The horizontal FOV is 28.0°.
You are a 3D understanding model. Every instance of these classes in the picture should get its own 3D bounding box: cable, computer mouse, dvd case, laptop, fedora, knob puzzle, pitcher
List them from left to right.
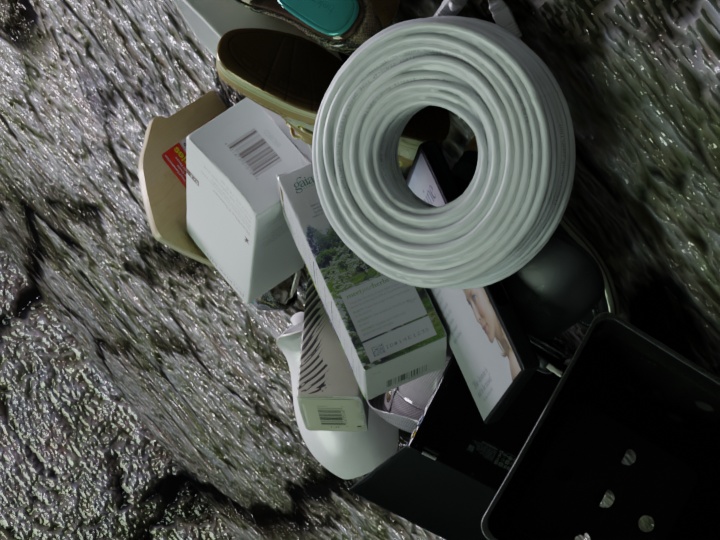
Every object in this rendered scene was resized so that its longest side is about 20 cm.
[{"bbox_3d":[-0.168,-0.081,1.563,0.030,0.220,0.220,-32,98,41],"label":"knob puzzle"},{"bbox_3d":[-0.034,0.148,1.807,0.201,0.120,0.172,64,178,-8],"label":"pitcher"},{"bbox_3d":[0.061,-0.086,1.064,0.201,0.200,0.069,56,-157,11],"label":"cable"},{"bbox_3d":[0.094,0.095,1.417,0.200,0.175,0.091,-84,-3,-76],"label":"fedora"},{"bbox_3d":[0.081,0.012,1.162,0.143,0.017,0.201,108,141,-67],"label":"dvd case"},{"bbox_3d":[0.123,0.167,1.330,0.186,0.201,0.116,27,180,-12],"label":"laptop"},{"bbox_3d":[0.132,0.028,1.169,0.138,0.053,0.200,37,159,0],"label":"computer mouse"}]

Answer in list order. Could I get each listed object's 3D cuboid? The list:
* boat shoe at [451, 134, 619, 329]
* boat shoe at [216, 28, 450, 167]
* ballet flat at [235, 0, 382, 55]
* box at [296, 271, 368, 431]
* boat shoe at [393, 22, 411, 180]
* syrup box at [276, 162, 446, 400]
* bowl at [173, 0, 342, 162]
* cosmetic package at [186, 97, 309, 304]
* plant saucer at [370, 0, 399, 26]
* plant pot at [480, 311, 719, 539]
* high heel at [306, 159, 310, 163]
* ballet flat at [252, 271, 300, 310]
[{"bbox_3d":[0.143,-0.023,1.201,0.201,0.062,0.074,53,157,-11],"label":"boat shoe"},{"bbox_3d":[-0.029,-0.131,1.163,0.198,0.075,0.066,21,144,-13],"label":"boat shoe"},{"bbox_3d":[-0.058,-0.229,1.178,0.200,0.068,0.075,38,-178,26],"label":"ballet flat"},{"bbox_3d":[-0.022,0.060,1.498,0.068,0.202,0.082,0,147,6],"label":"box"},{"bbox_3d":[0.031,-0.130,1.251,0.072,0.060,0.202,41,158,23],"label":"boat shoe"},{"bbox_3d":[0.000,0.000,1.261,0.082,0.078,0.201,86,161,-66],"label":"syrup box"},{"bbox_3d":[-0.079,-0.195,1.298,0.200,0.075,0.200,47,179,11],"label":"bowl"},{"bbox_3d":[-0.110,-0.064,1.417,0.113,0.081,0.200,48,157,17],"label":"cosmetic package"},{"bbox_3d":[-0.048,-0.278,1.200,0.200,0.035,0.201,43,159,21],"label":"plant saucer"},{"bbox_3d":[0.217,0.183,1.178,0.198,0.201,0.178,31,167,5],"label":"plant pot"},{"bbox_3d":[-0.064,-0.073,1.523,0.201,0.071,0.143,62,157,6],"label":"high heel"},{"bbox_3d":[-0.108,-0.020,1.740,0.072,0.072,0.201,37,156,31],"label":"ballet flat"}]
